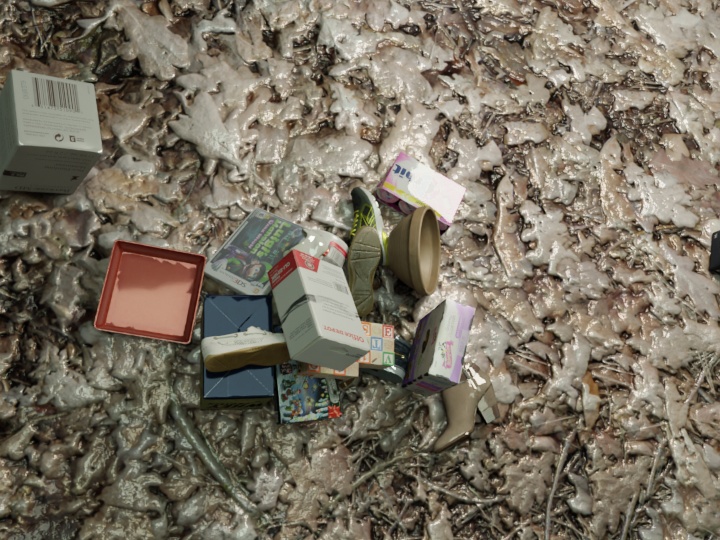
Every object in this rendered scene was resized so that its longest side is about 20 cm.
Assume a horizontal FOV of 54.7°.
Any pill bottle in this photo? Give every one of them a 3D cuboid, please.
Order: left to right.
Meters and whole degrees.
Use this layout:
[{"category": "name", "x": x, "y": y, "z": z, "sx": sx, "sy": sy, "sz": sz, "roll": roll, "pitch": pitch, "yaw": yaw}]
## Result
[{"category": "pill bottle", "x": -0.110, "y": 0.020, "z": 1.537, "sx": 0.110, "sy": 0.111, "sz": 0.201, "roll": 25, "pitch": 69, "yaw": -4}]

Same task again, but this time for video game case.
[{"category": "video game case", "x": -0.225, "y": -0.039, "z": 1.525, "sx": 0.181, "sy": 0.023, "sz": 0.200, "roll": 24, "pitch": 64, "yaw": 32}]

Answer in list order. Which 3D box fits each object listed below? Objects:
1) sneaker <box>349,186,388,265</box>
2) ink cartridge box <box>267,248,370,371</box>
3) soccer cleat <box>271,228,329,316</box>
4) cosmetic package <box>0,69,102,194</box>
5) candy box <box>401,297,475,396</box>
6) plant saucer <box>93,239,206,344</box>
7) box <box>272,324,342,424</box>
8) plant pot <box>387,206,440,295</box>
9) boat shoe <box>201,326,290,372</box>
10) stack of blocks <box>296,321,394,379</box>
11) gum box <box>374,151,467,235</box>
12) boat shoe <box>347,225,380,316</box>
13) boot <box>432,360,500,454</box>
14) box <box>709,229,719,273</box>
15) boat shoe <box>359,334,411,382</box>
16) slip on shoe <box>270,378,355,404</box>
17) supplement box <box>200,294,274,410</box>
[{"category": "sneaker", "x": 0.008, "y": -0.100, "z": 1.623, "sx": 0.084, "sy": 0.075, "sz": 0.202, "roll": -16, "pitch": 77, "yaw": -17}, {"category": "ink cartridge box", "x": -0.080, "y": 0.078, "z": 1.318, "sx": 0.144, "sy": 0.084, "sz": 0.201, "roll": 22, "pitch": 37, "yaw": -46}, {"category": "soccer cleat", "x": -0.141, "y": 0.004, "z": 1.445, "sx": 0.077, "sy": 0.069, "sz": 0.201, "roll": 35, "pitch": 67, "yaw": -5}, {"category": "cosmetic package", "x": -0.650, "y": -0.276, "z": 1.431, "sx": 0.164, "sy": 0.199, "sz": 0.167, "roll": 0, "pitch": 70, "yaw": -40}, {"category": "candy box", "x": 0.167, "y": 0.171, "z": 1.508, "sx": 0.071, "sy": 0.200, "sz": 0.169, "roll": 19, "pitch": 70, "yaw": -6}, {"category": "plant saucer", "x": -0.445, "y": 0.048, "z": 1.489, "sx": 0.198, "sy": 0.037, "sz": 0.202, "roll": 11, "pitch": 71, "yaw": -11}, {"category": "box", "x": -0.116, "y": 0.210, "z": 1.442, "sx": 0.136, "sy": 0.040, "sz": 0.202, "roll": -2, "pitch": 77, "yaw": -26}, {"category": "plant pot", "x": 0.118, "y": -0.043, "z": 1.592, "sx": 0.092, "sy": 0.201, "sz": 0.203, "roll": -1, "pitch": 70, "yaw": 20}, {"category": "boat shoe", "x": -0.196, "y": 0.133, "z": 1.288, "sx": 0.198, "sy": 0.071, "sz": 0.070, "roll": -3, "pitch": 47, "yaw": -30}, {"category": "stack of blocks", "x": -0.029, "y": 0.164, "z": 1.441, "sx": 0.198, "sy": 0.058, "sz": 0.116, "roll": 9, "pitch": 72, "yaw": -26}, {"category": "gum box", "x": 0.142, "y": -0.188, "z": 1.686, "sx": 0.199, "sy": 0.066, "sz": 0.114, "roll": 29, "pitch": 67, "yaw": -3}, {"category": "boat shoe", "x": 0.002, "y": 0.001, "z": 1.568, "sx": 0.072, "sy": 0.063, "sz": 0.203, "roll": 2, "pitch": 88, "yaw": -13}, {"category": "boot", "x": 0.213, "y": 0.298, "z": 1.557, "sx": 0.199, "sy": 0.070, "sz": 0.147, "roll": -25, "pitch": 74, "yaw": -20}, {"category": "box", "x": 1.050, "y": -0.049, "z": 1.791, "sx": 0.198, "sy": 0.197, "sz": 0.118, "roll": 18, "pitch": 70, "yaw": -7}, {"category": "boat shoe", "x": 0.015, "y": 0.172, "z": 1.548, "sx": 0.199, "sy": 0.071, "sz": 0.092, "roll": 23, "pitch": 58, "yaw": -6}, {"category": "slip on shoe", "x": -0.106, "y": 0.244, "z": 1.495, "sx": 0.199, "sy": 0.061, "sz": 0.077, "roll": -19, "pitch": 85, "yaw": -28}, {"category": "supplement box", "x": -0.254, "y": 0.170, "z": 1.406, "sx": 0.133, "sy": 0.200, "sz": 0.202, "roll": 1, "pitch": 73, "yaw": -14}]
